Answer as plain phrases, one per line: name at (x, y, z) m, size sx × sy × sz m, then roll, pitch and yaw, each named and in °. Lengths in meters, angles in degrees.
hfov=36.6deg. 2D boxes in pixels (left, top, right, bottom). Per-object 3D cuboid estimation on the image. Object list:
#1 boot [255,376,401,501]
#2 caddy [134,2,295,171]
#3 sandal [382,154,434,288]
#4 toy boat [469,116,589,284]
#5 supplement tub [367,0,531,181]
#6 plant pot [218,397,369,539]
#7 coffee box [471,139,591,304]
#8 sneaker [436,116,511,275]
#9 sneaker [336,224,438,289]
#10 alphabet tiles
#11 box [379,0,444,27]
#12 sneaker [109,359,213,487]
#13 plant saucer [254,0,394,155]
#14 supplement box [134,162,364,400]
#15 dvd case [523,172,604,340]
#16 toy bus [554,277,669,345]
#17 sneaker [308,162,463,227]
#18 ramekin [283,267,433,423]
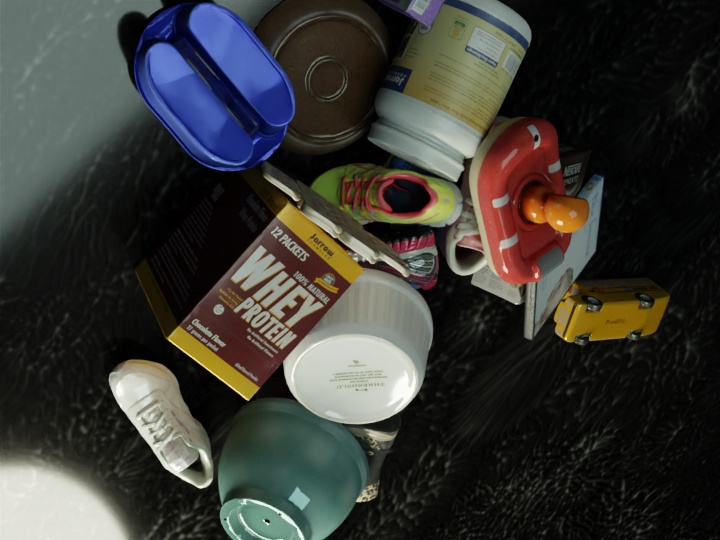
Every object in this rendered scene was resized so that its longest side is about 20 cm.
boot at (-0.050, 0.230, 1.474) m, size 0.197 × 0.074 × 0.152 m, roll 12°, pitch 128°, yaw 4°
caddy at (-0.163, -0.205, 1.224) m, size 0.141 × 0.105 × 0.201 m, roll -42°, pitch 105°, yaw -6°
sandal at (0.069, -0.059, 1.408) m, size 0.078 × 0.087 × 0.203 m, roll -10°, pitch 115°, yaw -17°
toy boat at (0.212, -0.079, 1.279) m, size 0.130 × 0.130 × 0.203 m, roll -32°, pitch 119°, yaw -30°
supplement tub at (0.103, -0.222, 1.296) m, size 0.143 × 0.144 × 0.202 m, roll 24°, pitch 92°, yaw -30°
plant pot at (-0.102, 0.283, 1.400) m, size 0.197 × 0.135 × 0.202 m, roll 13°, pitch 132°, yaw 14°
coffee box at (0.227, -0.071, 1.448) m, size 0.112 × 0.079 × 0.203 m, roll -19°, pitch 126°, yaw -54°
sneaker at (0.154, -0.083, 1.354) m, size 0.074 × 0.105 × 0.202 m, roll 15°, pitch 121°, yaw -12°
sneaker at (0.000, 0.000, 1.360) m, size 0.197 × 0.081 × 0.076 m, roll -8°, pitch 106°, yaw 16°
alphabet tiles at (-0.031, -0.058, 1.224) m, size 0.194 × 0.200 × 0.015 m, roll 34°, pitch 96°, yaw -12°
box at (0.090, -0.386, 1.236) m, size 0.039 × 0.137 × 0.202 m, roll 25°, pitch 102°, yaw -30°
sneaker at (-0.242, 0.193, 1.378) m, size 0.074 × 0.100 × 0.201 m, roll -35°, pitch 121°, yaw -2°
plant saucer at (-0.043, -0.232, 1.310) m, size 0.197 × 0.034 × 0.203 m, roll -10°, pitch 117°, yaw -20°
supplement box at (-0.135, 0.000, 1.278) m, size 0.200 × 0.197 × 0.133 m, roll -48°, pitch 121°, yaw 2°
dvd case at (0.274, -0.019, 1.466) m, size 0.200 × 0.017 × 0.144 m, roll -48°, pitch 148°, yaw -34°
toy bus at (0.357, 0.055, 1.569) m, size 0.197 × 0.078 × 0.066 m, roll -2°, pitch 121°, yaw -33°
sneaker at (0.021, -0.095, 1.323) m, size 0.197 × 0.090 × 0.080 m, roll 2°, pitch 90°, yaw 19°
ramekin at (-0.007, 0.101, 1.343) m, size 0.199 × 0.095 × 0.205 m, roll 0°, pitch 131°, yaw 0°
